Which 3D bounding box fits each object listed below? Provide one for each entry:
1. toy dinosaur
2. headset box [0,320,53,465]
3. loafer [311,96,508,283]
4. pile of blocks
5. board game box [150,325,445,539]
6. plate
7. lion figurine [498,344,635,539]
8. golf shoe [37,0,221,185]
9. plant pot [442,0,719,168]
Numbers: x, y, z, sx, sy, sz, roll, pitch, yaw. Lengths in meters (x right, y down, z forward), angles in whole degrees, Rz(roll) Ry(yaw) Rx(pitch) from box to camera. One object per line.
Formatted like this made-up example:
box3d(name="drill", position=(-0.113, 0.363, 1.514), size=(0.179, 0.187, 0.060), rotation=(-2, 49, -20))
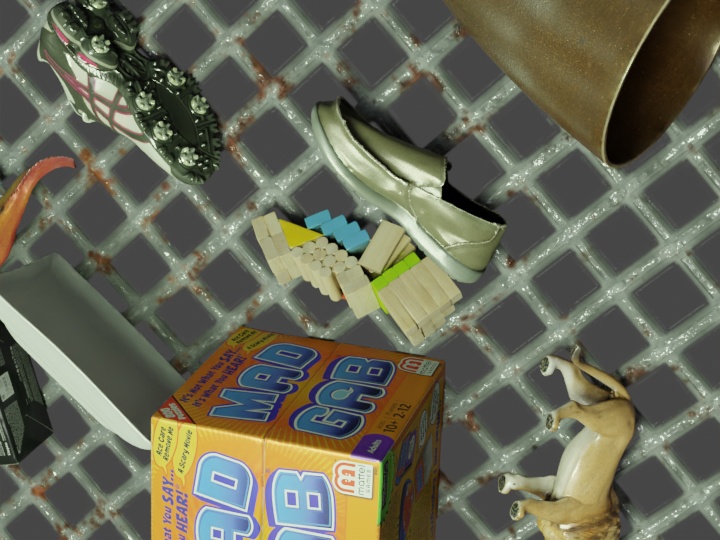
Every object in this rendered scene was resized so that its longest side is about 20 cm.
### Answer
box3d(name="toy dinosaur", position=(-0.356, -0.003, 1.484), size=(0.199, 0.105, 0.182), rotation=(-12, 76, 21))
box3d(name="headset box", position=(-0.418, 0.115, 1.609), size=(0.199, 0.077, 0.149), rotation=(-8, 106, 24))
box3d(name="loafer", position=(0.044, -0.079, 1.373), size=(0.200, 0.075, 0.070), rotation=(42, 113, -10))
box3d(name="pile of blocks", position=(0.000, 0.000, 1.428), size=(0.199, 0.082, 0.062), rotation=(26, 161, 23))
box3d(name="board game box", position=(-0.051, 0.190, 1.432), size=(0.199, 0.200, 0.201), rotation=(9, 113, 16))
box3d(name="plate", position=(-0.235, 0.074, 1.457), size=(0.200, 0.200, 0.032), rotation=(44, 99, -1))
box3d(name="lion figurine", position=(0.192, 0.161, 1.403), size=(0.122, 0.073, 0.201), rotation=(13, 111, -22))
box3d(name="golf shoe", position=(-0.200, -0.151, 1.440), size=(0.200, 0.077, 0.088), rotation=(51, 138, -1))
box3d(name="plant pot", position=(0.154, -0.207, 1.233), size=(0.200, 0.187, 0.187), rotation=(34, 119, 22))
